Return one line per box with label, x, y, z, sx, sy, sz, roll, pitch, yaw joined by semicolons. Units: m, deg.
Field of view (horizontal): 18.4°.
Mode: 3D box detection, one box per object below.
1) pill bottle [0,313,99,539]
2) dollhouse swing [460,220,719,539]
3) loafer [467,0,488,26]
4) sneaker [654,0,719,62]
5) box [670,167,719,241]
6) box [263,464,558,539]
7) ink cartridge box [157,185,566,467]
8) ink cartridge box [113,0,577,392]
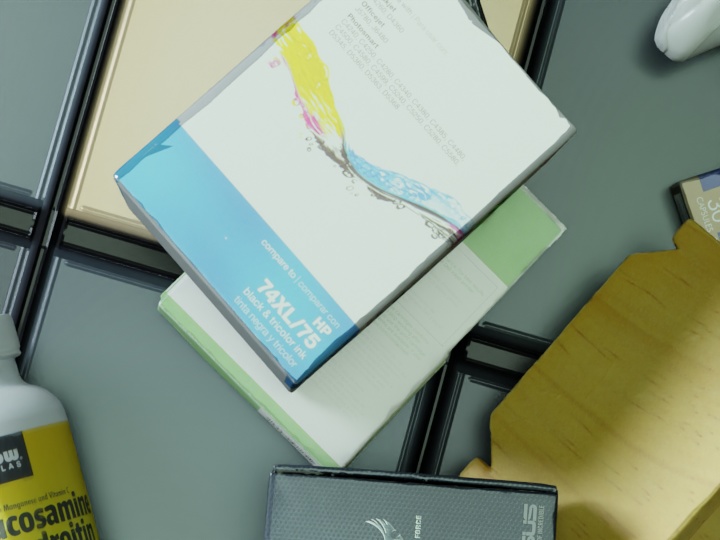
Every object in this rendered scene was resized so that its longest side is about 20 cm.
pill bottle;-0.208;0.132;1.240;0.111;0.112;0.202;-16;87;-5
dollhouse swing;0.208;0.118;1.283;0.200;0.176;0.182;-50;52;6
loafer;0.015;-0.197;1.299;0.068;0.070;0.202;-29;88;-5
sneaker;0.270;-0.165;1.312;0.199;0.078;0.100;-30;91;-4
box;0.298;-0.026;1.324;0.198;0.032;0.122;-18;87;-6
box;0.022;0.209;1.189;0.156;0.051;0.202;5;84;4
ink cartridge box;0.000;0.000;1.296;0.146;0.048;0.200;44;83;0
ink cartridge box;-0.010;-0.055;1.203;0.200;0.147;0.146;-42;88;-5
